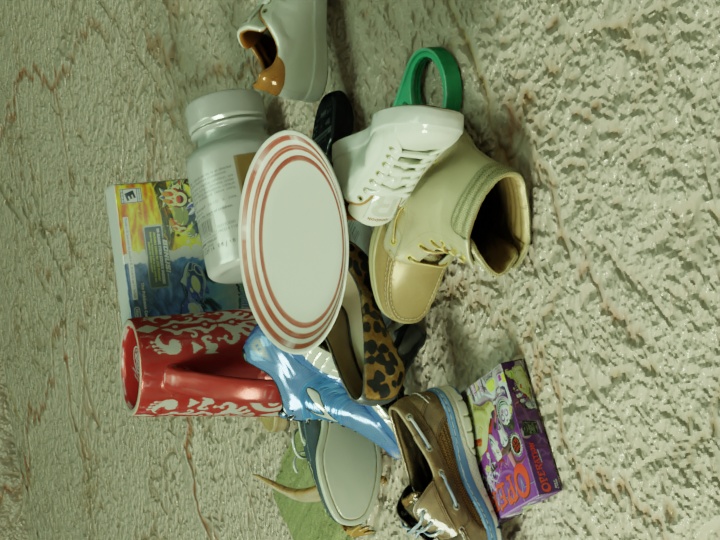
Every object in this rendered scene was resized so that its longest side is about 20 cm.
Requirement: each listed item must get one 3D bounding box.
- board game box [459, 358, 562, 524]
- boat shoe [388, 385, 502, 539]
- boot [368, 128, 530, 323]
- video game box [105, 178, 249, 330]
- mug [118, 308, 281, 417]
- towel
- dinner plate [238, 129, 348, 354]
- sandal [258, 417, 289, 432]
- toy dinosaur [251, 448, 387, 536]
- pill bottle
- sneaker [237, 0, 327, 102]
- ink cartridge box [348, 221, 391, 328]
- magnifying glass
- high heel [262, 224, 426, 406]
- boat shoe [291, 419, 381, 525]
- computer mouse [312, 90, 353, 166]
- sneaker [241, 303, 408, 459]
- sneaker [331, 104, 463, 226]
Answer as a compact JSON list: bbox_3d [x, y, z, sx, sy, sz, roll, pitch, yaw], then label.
[{"bbox_3d":[0.109,0.168,1.409,0.200,0.032,0.120,-48,57,59],"label":"board game box"},{"bbox_3d":[0.069,0.205,1.386,0.072,0.072,0.200,-41,60,61],"label":"boat shoe"},{"bbox_3d":[0.078,-0.021,1.367,0.155,0.073,0.200,46,127,54],"label":"boot"},{"bbox_3d":[-0.193,-0.008,1.836,0.047,0.182,0.200,-10,88,64],"label":"video game box"},{"bbox_3d":[-0.154,0.097,1.738,0.178,0.200,0.134,141,125,-65],"label":"mug"},{"bbox_3d":[-0.042,0.246,1.746,0.149,0.036,0.200,65,147,33],"label":"towel"},{"bbox_3d":[-0.056,-0.026,1.411,0.200,0.024,0.201,13,105,58],"label":"dinner plate"},{"bbox_3d":[-0.158,0.132,1.930,0.212,0.070,0.078,-134,44,-53],"label":"sandal"},{"bbox_3d":[-0.021,0.223,1.639,0.200,0.060,0.106,-35,48,32],"label":"toy dinosaur"},{"bbox_3d":[-0.134,-0.095,1.763,0.114,0.114,0.200,143,116,-62],"label":"pill bottle"},{"bbox_3d":[-0.081,-0.271,1.604,0.073,0.085,0.200,133,138,-58],"label":"sneaker"},{"bbox_3d":[0.000,0.000,1.586,0.119,0.042,0.200,67,148,30],"label":"ink cartridge box"},{"bbox_3d":[0.042,-0.145,1.477,0.200,0.022,0.080,141,119,-63],"label":"magnifying glass"},{"bbox_3d":[-0.031,0.035,1.450,0.200,0.143,0.071,41,120,-2],"label":"high heel"},{"bbox_3d":[-0.033,0.158,1.570,0.062,0.075,0.200,-32,68,53],"label":"boat shoe"},{"bbox_3d":[-0.031,-0.088,1.582,0.059,0.034,0.200,-27,52,62],"label":"computer mouse"},{"bbox_3d":[-0.030,0.115,1.513,0.089,0.200,0.079,-45,9,23],"label":"sneaker"},{"bbox_3d":[0.032,-0.084,1.324,0.200,0.073,0.085,155,119,-68],"label":"sneaker"}]
